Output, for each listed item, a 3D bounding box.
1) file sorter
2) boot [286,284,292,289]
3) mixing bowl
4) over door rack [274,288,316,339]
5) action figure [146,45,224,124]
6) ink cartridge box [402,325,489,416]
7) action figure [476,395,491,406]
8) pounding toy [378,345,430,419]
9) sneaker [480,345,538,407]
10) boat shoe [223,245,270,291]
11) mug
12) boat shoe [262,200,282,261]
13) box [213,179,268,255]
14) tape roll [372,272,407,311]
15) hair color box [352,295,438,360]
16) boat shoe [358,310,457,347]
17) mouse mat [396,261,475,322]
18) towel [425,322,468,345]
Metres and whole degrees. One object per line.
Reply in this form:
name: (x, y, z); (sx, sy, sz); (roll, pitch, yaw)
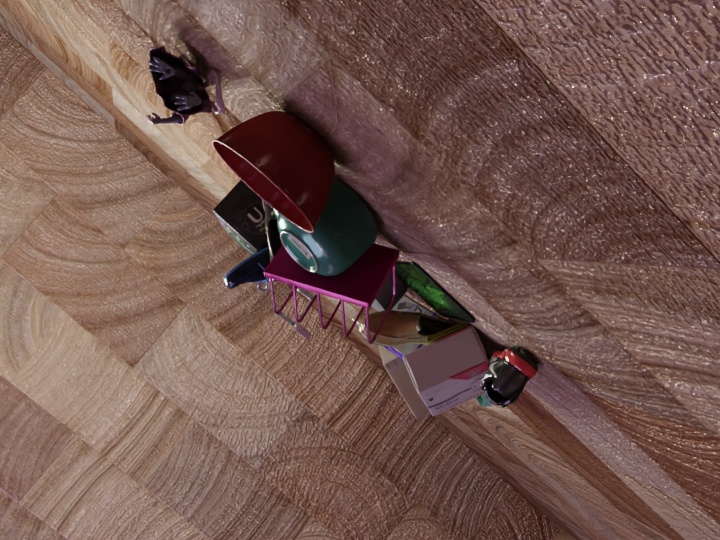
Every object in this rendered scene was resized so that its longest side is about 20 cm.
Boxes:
file sorter: (-0.047, 0.028, 1.540); (0.198, 0.140, 0.126); (16, 137, 18)
boot: (-0.093, 0.002, 1.891); (0.201, 0.145, 0.071); (57, -169, -35)
mixing bowl: (-0.110, -0.161, 1.289); (0.200, 0.109, 0.200); (40, 172, 7)
over door rack: (-0.101, 0.048, 1.737); (0.066, 0.148, 0.200); (37, 175, -14)
action figure: (-0.290, -0.316, 1.458); (0.147, 0.136, 0.200); (-2, -175, 0)
ink cartridge box: (0.176, 0.197, 1.676); (0.200, 0.145, 0.083); (59, -173, -65)
action figure: (0.214, 0.197, 1.872); (0.201, 0.055, 0.118); (53, 168, -26)
pounding toy: (0.149, 0.217, 1.953); (0.201, 0.141, 0.184); (59, -174, -19)
sneaker: (0.250, 0.190, 1.530); (0.071, 0.098, 0.200); (37, 173, 5)
boat shoe: (-0.169, -0.011, 1.687); (0.069, 0.199, 0.084); (59, 159, 2)
mug: (-0.075, -0.072, 1.447); (0.184, 0.114, 0.153); (23, 150, 44)
boat shoe: (-0.144, -0.093, 1.627); (0.061, 0.071, 0.204); (169, 96, -81)
box: (-0.199, -0.114, 1.780); (0.124, 0.149, 0.200); (41, 172, 6)
tape roll: (0.000, 0.000, 1.754); (0.200, 0.066, 0.200); (41, 173, 6)
hair color box: (0.085, 0.117, 1.843); (0.199, 0.110, 0.065); (31, 167, 47)
boat shoe: (0.098, 0.106, 1.685); (0.197, 0.073, 0.076); (2, 160, -17)
mouse mat: (0.125, 0.038, 1.615); (0.161, 0.008, 0.200); (42, 172, -11)
towel: (0.177, 0.148, 1.701); (0.200, 0.085, 0.018); (65, -179, -65)
